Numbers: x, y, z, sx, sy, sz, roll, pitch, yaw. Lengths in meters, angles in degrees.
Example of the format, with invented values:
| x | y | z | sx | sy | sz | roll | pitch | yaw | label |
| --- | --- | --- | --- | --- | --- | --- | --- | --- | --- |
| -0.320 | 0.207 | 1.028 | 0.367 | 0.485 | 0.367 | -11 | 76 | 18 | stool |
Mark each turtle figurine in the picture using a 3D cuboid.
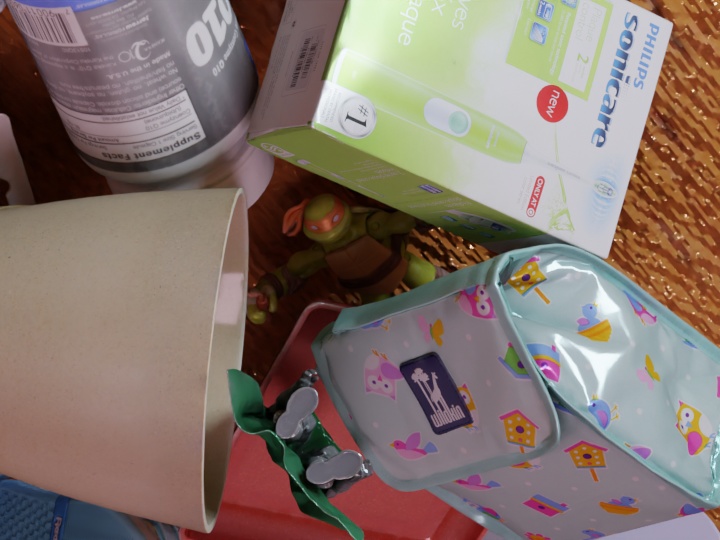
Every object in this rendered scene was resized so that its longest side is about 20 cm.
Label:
| x | y | z | sx | sy | sz | roll | pitch | yaw | label |
| --- | --- | --- | --- | --- | --- | --- | --- | --- | --- |
| 0.000 | 0.000 | 1.678 | 0.200 | 0.064 | 0.161 | -30 | 135 | 15 | turtle figurine |

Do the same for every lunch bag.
| x | y | z | sx | sy | sz | roll | pitch | yaw | label |
| --- | --- | --- | --- | --- | --- | --- | --- | --- | --- |
| 0.092 | 0.069 | 1.565 | 0.200 | 0.122 | 0.170 | 32 | 148 | -28 | lunch bag |

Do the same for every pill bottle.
| x | y | z | sx | sy | sz | roll | pitch | yaw | label |
| --- | --- | --- | --- | --- | --- | --- | --- | --- | --- |
| -0.121 | -0.121 | 1.522 | 0.113 | 0.114 | 0.200 | -16 | 132 | 6 | pill bottle |

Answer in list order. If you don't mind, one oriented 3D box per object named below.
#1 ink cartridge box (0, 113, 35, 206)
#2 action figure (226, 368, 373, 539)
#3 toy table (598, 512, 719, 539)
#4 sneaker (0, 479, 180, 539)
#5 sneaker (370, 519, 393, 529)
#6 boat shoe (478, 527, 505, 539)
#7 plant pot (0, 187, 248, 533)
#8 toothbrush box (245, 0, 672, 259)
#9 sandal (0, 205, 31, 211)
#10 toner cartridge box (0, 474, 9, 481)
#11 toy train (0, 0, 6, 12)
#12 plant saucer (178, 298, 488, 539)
| x | y | z | sx | sy | sz | roll | pitch | yaw | label |
| --- | --- | --- | --- | --- | --- | --- | --- | --- | --- |
| -0.289 | -0.055 | 1.586 | 0.199 | 0.067 | 0.117 | -10 | 135 | 1 | ink cartridge box |
| -0.031 | 0.100 | 1.564 | 0.055 | 0.200 | 0.118 | -33 | 88 | -4 | action figure |
| 0.173 | 0.223 | 1.831 | 0.184 | 0.200 | 0.117 | -51 | 132 | -18 | toy table |
| -0.138 | 0.179 | 1.718 | 0.130 | 0.200 | 0.080 | 14 | 93 | -39 | sneaker |
| 0.002 | 0.140 | 1.804 | 0.199 | 0.075 | 0.100 | -11 | 125 | -9 | sneaker |
| 0.129 | 0.112 | 1.775 | 0.069 | 0.057 | 0.200 | 26 | 98 | 10 | boat shoe |
| -0.170 | 0.039 | 1.494 | 0.199 | 0.188 | 0.188 | 6 | 131 | 3 | plant pot |
| 0.056 | -0.105 | 1.530 | 0.200 | 0.146 | 0.086 | 24 | 166 | -26 | toothbrush box |
| -0.191 | 0.035 | 1.613 | 0.080 | 0.054 | 0.200 | -7 | 140 | -12 | sandal |
| -0.245 | 0.089 | 1.735 | 0.200 | 0.043 | 0.095 | -22 | 132 | 11 | toner cartridge box |
| -0.290 | -0.135 | 1.485 | 0.199 | 0.114 | 0.087 | -2 | 132 | -6 | toy train |
| 0.010 | 0.102 | 1.700 | 0.199 | 0.037 | 0.200 | 13 | 123 | -26 | plant saucer |
